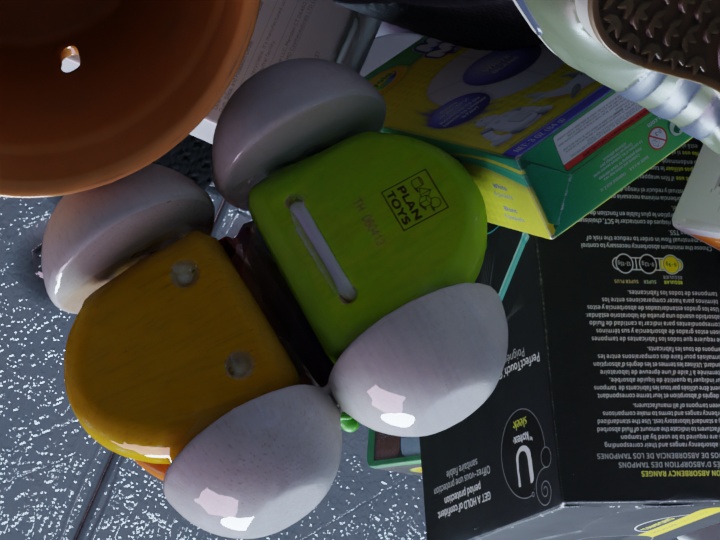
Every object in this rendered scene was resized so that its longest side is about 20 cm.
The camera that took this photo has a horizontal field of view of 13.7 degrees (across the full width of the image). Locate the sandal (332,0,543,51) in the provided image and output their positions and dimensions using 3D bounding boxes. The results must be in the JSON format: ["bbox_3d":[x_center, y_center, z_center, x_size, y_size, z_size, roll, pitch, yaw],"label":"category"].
[{"bbox_3d":[0.063,-0.128,1.314,0.076,0.043,0.200,18,171,-36],"label":"sandal"}]

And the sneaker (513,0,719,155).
[{"bbox_3d":[0.127,-0.095,1.191,0.200,0.067,0.090,28,-178,-45],"label":"sneaker"}]

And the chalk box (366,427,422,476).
[{"bbox_3d":[0.084,0.054,1.686,0.199,0.125,0.124,13,165,-37],"label":"chalk box"}]

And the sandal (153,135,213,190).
[{"bbox_3d":[-0.074,-0.097,1.576,0.045,0.200,0.075,16,137,33],"label":"sandal"}]

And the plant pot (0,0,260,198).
[{"bbox_3d":[-0.148,-0.147,1.299,0.199,0.201,0.140,25,-167,-16],"label":"plant pot"}]

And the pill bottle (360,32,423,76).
[{"bbox_3d":[0.050,-0.064,1.693,0.109,0.110,0.200,22,176,22],"label":"pill bottle"}]

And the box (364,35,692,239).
[{"bbox_3d":[0.067,-0.077,1.371,0.200,0.117,0.049,15,136,59],"label":"box"}]

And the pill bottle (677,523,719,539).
[{"bbox_3d":[0.257,0.076,1.660,0.116,0.201,0.116,24,176,2],"label":"pill bottle"}]

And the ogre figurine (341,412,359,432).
[{"bbox_3d":[0.000,0.000,1.487,0.098,0.201,0.120,18,-170,-10],"label":"ogre figurine"}]

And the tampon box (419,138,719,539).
[{"bbox_3d":[0.112,0.036,1.523,0.126,0.201,0.150,2,165,-25],"label":"tampon box"}]

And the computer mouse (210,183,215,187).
[{"bbox_3d":[-0.135,-0.086,1.690,0.139,0.046,0.200,2,171,12],"label":"computer mouse"}]

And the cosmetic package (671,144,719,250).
[{"bbox_3d":[0.262,-0.009,1.437,0.199,0.072,0.101,25,176,-24],"label":"cosmetic package"}]

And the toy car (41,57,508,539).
[{"bbox_3d":[-0.030,0.022,1.321,0.176,0.199,0.150,59,180,23],"label":"toy car"}]

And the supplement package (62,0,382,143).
[{"bbox_3d":[-0.096,-0.139,1.462,0.199,0.120,0.121,24,177,6],"label":"supplement package"}]
